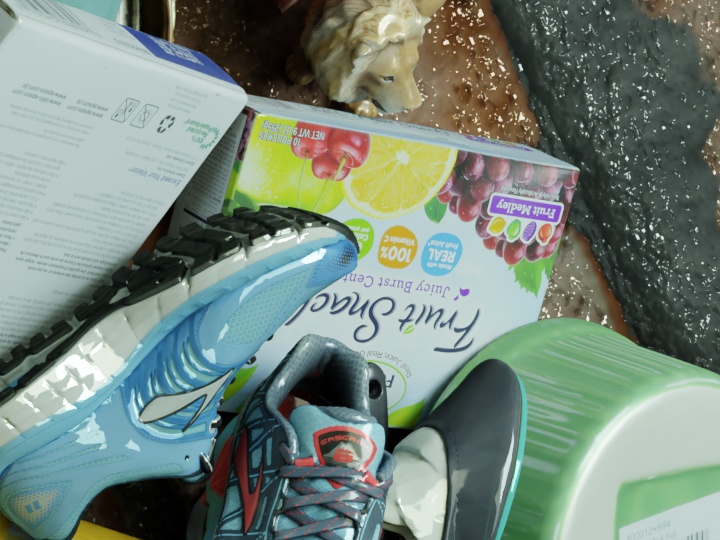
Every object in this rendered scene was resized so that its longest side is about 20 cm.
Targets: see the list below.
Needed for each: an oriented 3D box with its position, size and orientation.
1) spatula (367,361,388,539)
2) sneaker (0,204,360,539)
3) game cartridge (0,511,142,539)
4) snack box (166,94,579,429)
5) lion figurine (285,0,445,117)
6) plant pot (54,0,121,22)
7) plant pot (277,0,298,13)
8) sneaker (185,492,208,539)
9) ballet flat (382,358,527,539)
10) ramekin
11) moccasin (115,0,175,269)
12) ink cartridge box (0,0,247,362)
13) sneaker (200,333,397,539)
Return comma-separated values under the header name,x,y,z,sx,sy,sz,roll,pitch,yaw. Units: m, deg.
name,x,y,z,sx,sy,sz,roll,pitch,yaw
spatula,0.001,0.141,1.299,0.056,0.021,0.201,-6,107,-34
sneaker,-0.082,0.045,1.185,0.200,0.078,0.090,-35,108,-7
game cartridge,-0.122,0.156,1.138,0.199,0.033,0.176,21,23,-5
snack box,0.000,0.000,1.298,0.199,0.053,0.143,7,104,-37
lion figurine,0.030,-0.144,1.345,0.072,0.123,0.200,35,58,0
plant pot,-0.207,-0.149,1.163,0.188,0.199,0.201,30,63,-40
plant pot,-0.024,-0.263,1.312,0.195,0.201,0.201,50,57,-5
sneaker,-0.041,0.193,1.258,0.073,0.071,0.201,-4,81,-34
ballet flat,0.024,0.133,1.226,0.073,0.073,0.201,15,85,-30
ramekin,0.119,0.129,1.324,0.199,0.097,0.201,-10,105,-40
moccasin,-0.111,-0.090,1.270,0.073,0.078,0.203,8,80,-34
ink cartridge box,-0.158,-0.020,1.147,0.043,0.200,0.196,42,12,22
sneaker,-0.028,0.101,1.162,0.079,0.096,0.200,17,34,-17
